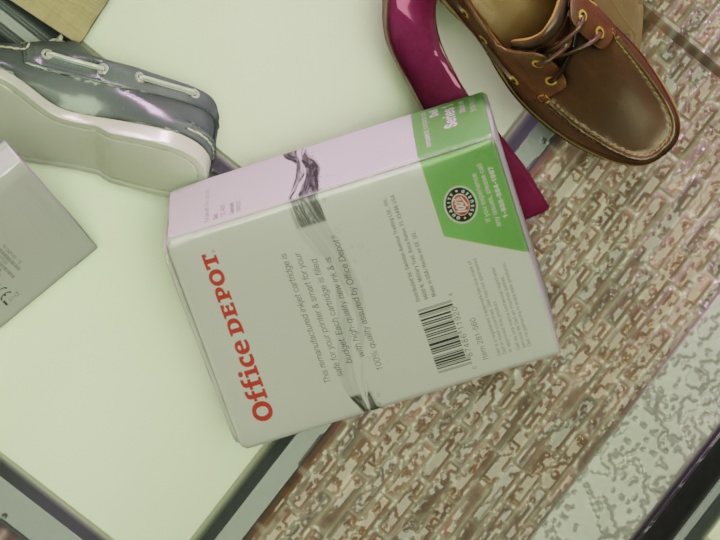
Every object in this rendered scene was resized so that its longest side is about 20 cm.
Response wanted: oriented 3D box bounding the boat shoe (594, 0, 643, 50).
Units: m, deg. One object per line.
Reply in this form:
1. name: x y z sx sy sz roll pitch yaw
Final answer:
1. boat shoe: 0.140 -0.189 1.755 0.072 0.065 0.201 6 95 -27

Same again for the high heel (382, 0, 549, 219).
1. high heel: 0.063 -0.126 1.749 0.096 0.067 0.201 -1 107 5

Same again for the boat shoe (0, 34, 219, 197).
1. boat shoe: -0.178 -0.104 1.742 0.199 0.073 0.062 19 55 -1

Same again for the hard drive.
1. hard drive: -0.256 0.020 1.701 0.200 0.132 0.026 -39 64 -2

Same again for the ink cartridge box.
1. ink cartridge box: 0.000 0.000 1.709 0.199 0.084 0.146 -16 114 5

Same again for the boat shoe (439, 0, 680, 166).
1. boat shoe: 0.106 -0.133 1.686 0.072 0.068 0.200 -45 98 4

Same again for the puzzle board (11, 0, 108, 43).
1. puzzle board: -0.210 -0.252 1.747 0.200 0.017 0.151 33 90 -5
